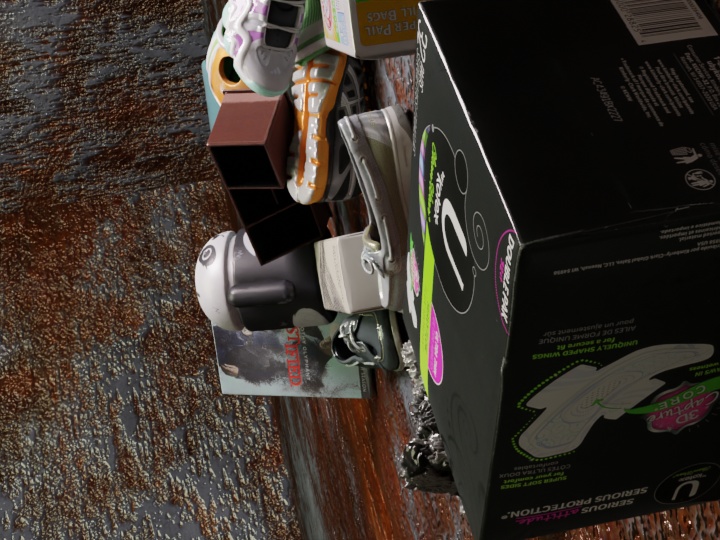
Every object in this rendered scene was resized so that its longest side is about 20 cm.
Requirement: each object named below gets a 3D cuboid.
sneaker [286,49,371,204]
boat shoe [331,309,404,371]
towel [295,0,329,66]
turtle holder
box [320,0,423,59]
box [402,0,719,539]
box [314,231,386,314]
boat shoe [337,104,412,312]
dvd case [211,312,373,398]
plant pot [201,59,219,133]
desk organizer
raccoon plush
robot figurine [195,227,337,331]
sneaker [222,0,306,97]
[{"bbox_3d":[-0.023,-0.165,1.309,0.078,0.077,0.201,20,102,56],"label":"sneaker"},{"bbox_3d":[0.007,0.079,1.410,0.200,0.061,0.073,143,117,-80],"label":"boat shoe"},{"bbox_3d":[-0.047,-0.314,1.256,0.152,0.023,0.201,-18,79,54],"label":"towel"},{"bbox_3d":[-0.081,-0.238,1.382,0.141,0.185,0.132,55,178,33],"label":"turtle holder"},{"bbox_3d":[0.022,-0.244,0.826,0.113,0.101,0.201,-131,32,-73],"label":"box"},{"bbox_3d":[0.095,-0.001,0.561,0.201,0.124,0.149,91,166,-47],"label":"box"},{"bbox_3d":[0.000,0.000,1.347,0.200,0.068,0.083,170,90,-82],"label":"box"},{"bbox_3d":[0.019,-0.052,1.180,0.075,0.064,0.203,-113,16,-57],"label":"boat shoe"},{"bbox_3d":[-0.087,0.091,1.616,0.022,0.199,0.147,-65,-27,-62],"label":"dvd case"},{"bbox_3d":[-0.090,-0.163,1.534,0.200,0.141,0.142,-125,25,-54],"label":"plant pot"},{"bbox_3d":[-0.094,-0.094,1.369,0.200,0.071,0.077,70,-153,-49],"label":"desk organizer"},{"bbox_3d":[0.068,0.100,0.975,0.200,0.096,0.135,100,167,-66],"label":"raccoon plush"},{"bbox_3d":[-0.095,0.005,1.517,0.150,0.199,0.126,67,-160,-64],"label":"robot figurine"},{"bbox_3d":[-0.069,-0.270,1.207,0.140,0.077,0.201,-6,89,56],"label":"sneaker"}]
